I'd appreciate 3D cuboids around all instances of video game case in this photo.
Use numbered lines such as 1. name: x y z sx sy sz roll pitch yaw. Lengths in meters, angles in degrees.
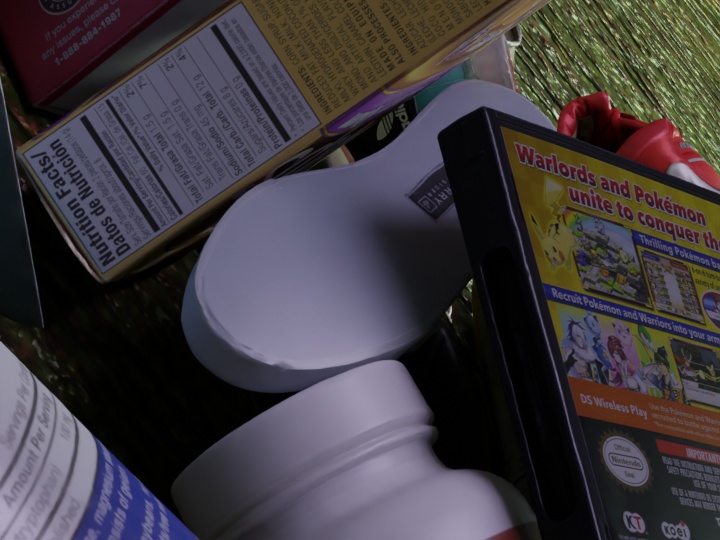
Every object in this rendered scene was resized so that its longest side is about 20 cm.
1. video game case: 0.113 0.051 0.780 0.199 0.025 0.182 15 54 -48

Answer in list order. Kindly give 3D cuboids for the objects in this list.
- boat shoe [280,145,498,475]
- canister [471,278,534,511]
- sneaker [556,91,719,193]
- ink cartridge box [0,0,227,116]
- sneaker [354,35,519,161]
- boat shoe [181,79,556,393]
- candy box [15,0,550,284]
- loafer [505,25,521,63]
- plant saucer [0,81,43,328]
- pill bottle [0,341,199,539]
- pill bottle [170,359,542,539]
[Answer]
1. boat shoe: 0.006 0.023 0.900 0.074 0.075 0.201 23 39 -60
2. canister: 0.097 0.102 0.859 0.149 0.086 0.201 73 6 -68
3. sneaker: 0.120 -0.045 1.126 0.085 0.077 0.200 56 -12 -10
4. ink cartridge box: -0.087 -0.176 0.889 0.084 0.145 0.201 12 48 -60
5. sneaker: 0.037 -0.064 1.103 0.200 0.079 0.072 57 21 -79
6. boat shoe: -0.002 -0.002 0.800 0.074 0.068 0.199 40 38 4
7. candy box: -0.010 -0.074 0.802 0.057 0.199 0.117 57 7 1
8. loafer: 0.034 -0.128 1.160 0.076 0.068 0.200 36 17 18
9. plant saucer: -0.124 -0.079 0.707 0.200 0.027 0.201 169 -90 -81
10. pill bottle: -0.109 0.069 0.522 0.200 0.119 0.120 47 23 -19
11. pill bottle: 0.025 0.134 0.722 0.201 0.112 0.112 61 22 13
